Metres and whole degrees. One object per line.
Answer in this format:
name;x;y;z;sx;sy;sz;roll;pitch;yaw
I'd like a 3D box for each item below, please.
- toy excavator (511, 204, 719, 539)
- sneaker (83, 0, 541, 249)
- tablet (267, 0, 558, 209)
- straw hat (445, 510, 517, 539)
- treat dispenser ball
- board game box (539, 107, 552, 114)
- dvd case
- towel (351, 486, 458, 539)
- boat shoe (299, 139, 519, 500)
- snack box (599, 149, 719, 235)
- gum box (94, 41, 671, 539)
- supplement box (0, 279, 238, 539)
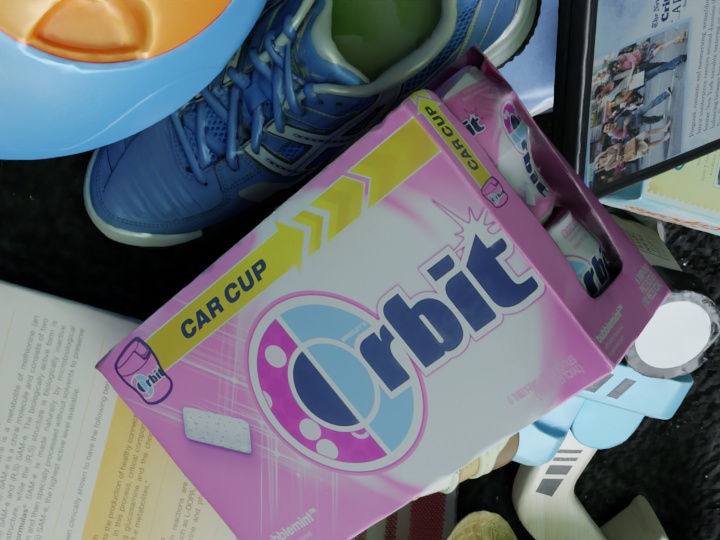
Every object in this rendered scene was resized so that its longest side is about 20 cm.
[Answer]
toy excavator;0.096;0.064;0.853;0.193;0.100;0.201;17;118;-25
sneaker;-0.028;-0.076;0.683;0.199;0.077;0.076;-32;81;12
tablet;0.028;-0.111;0.770;0.199;0.014;0.131;-26;115;8
straw hat;0.014;0.211;0.839;0.084;0.201;0.202;1;117;25
treat dispenser ball;-0.121;-0.140;0.625;0.199;0.201;0.202;-7;112;-17
board game box;0.132;-0.149;0.800;0.198;0.039;0.159;-10;113;-15
dvd case;0.153;-0.117;0.698;0.199;0.018;0.144;-22;127;-33
towel;-0.046;0.137;0.858;0.198;0.030;0.148;-2;109;-20
boat shoe;0.000;0.000;0.740;0.076;0.072;0.201;-22;91;-20
snack box;0.164;-0.117;0.770;0.116;0.037;0.202;12;86;-36
gum box;0.007;0.019;0.661;0.200;0.066;0.114;-38;93;37
supplement box;-0.107;0.087;0.758;0.199;0.073;0.127;18;78;-19
